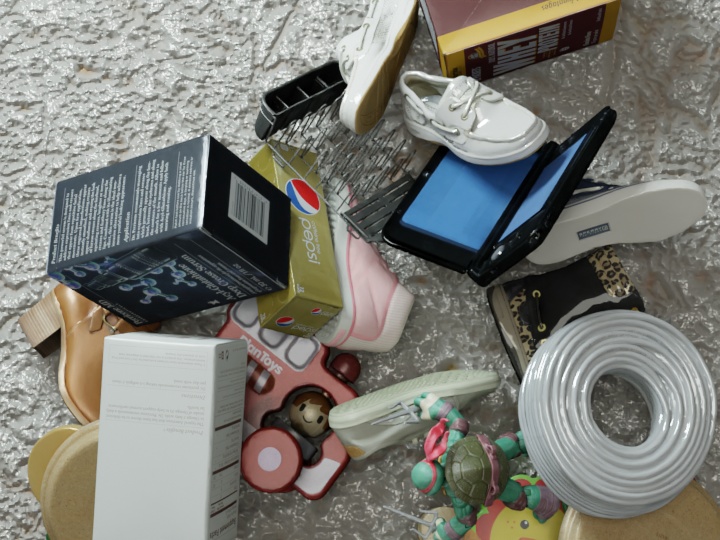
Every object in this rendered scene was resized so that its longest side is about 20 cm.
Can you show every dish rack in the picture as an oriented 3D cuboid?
[{"bbox_3d":[-0.008,-0.122,1.582,0.200,0.055,0.153,46,43,10],"label":"dish rack"}]

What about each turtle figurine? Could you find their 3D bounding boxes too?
[{"bbox_3d":[0.104,0.200,1.461,0.198,0.100,0.152,4,90,-32],"label":"turtle figurine"}]

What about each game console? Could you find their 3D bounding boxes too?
[{"bbox_3d":[0.140,-0.096,1.508,0.116,0.176,0.201,38,58,-7],"label":"game console"}]

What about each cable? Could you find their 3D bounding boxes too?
[{"bbox_3d":[0.255,0.140,1.465,0.197,0.069,0.203,-3,76,-15],"label":"cable"}]

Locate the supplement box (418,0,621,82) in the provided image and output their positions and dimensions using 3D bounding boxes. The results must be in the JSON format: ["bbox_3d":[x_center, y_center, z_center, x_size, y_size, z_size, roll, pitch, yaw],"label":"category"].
[{"bbox_3d":[0.154,-0.331,1.599,0.195,0.133,0.203,-17,79,2],"label":"supplement box"}]

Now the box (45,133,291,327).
[{"bbox_3d":[-0.191,-0.035,1.494,0.198,0.148,0.108,-14,60,29],"label":"box"}]

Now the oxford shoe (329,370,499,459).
[{"bbox_3d":[0.058,0.145,1.533,0.198,0.075,0.059,-17,97,-29],"label":"oxford shoe"}]

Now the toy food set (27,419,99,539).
[{"bbox_3d":[-0.241,0.244,1.558,0.197,0.049,0.201,-15,105,2],"label":"toy food set"}]

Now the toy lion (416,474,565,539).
[{"bbox_3d":[0.156,0.314,1.534,0.189,0.069,0.203,-2,79,-2],"label":"toy lion"}]

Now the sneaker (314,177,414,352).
[{"bbox_3d":[0.000,0.000,1.599,0.104,0.075,0.202,16,52,-30],"label":"sneaker"}]

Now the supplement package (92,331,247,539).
[{"bbox_3d":[-0.183,0.166,1.447,0.115,0.117,0.203,4,91,10],"label":"supplement package"}]

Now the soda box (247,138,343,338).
[{"bbox_3d":[-0.075,-0.034,1.562,0.068,0.063,0.202,-41,47,38],"label":"soda box"}]

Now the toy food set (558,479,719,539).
[{"bbox_3d":[0.291,0.289,1.502,0.197,0.049,0.201,8,73,-10],"label":"toy food set"}]

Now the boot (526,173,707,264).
[{"bbox_3d":[0.257,-0.074,1.563,0.197,0.073,0.091,-12,41,6],"label":"boot"}]

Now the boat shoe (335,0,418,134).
[{"bbox_3d":[0.005,-0.224,1.602,0.068,0.071,0.201,15,48,10],"label":"boat shoe"}]

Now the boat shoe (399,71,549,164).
[{"bbox_3d":[0.107,-0.163,1.528,0.071,0.070,0.199,-44,38,-22],"label":"boat shoe"}]

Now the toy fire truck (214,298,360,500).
[{"bbox_3d":[-0.087,0.134,1.558,0.199,0.112,0.169,36,86,9],"label":"toy fire truck"}]

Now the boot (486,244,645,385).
[{"bbox_3d":[0.233,0.081,1.557,0.149,0.073,0.202,-25,74,1],"label":"boot"}]

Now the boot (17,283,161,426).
[{"bbox_3d":[-0.260,0.084,1.607,0.154,0.074,0.201,-34,82,-5],"label":"boot"}]
